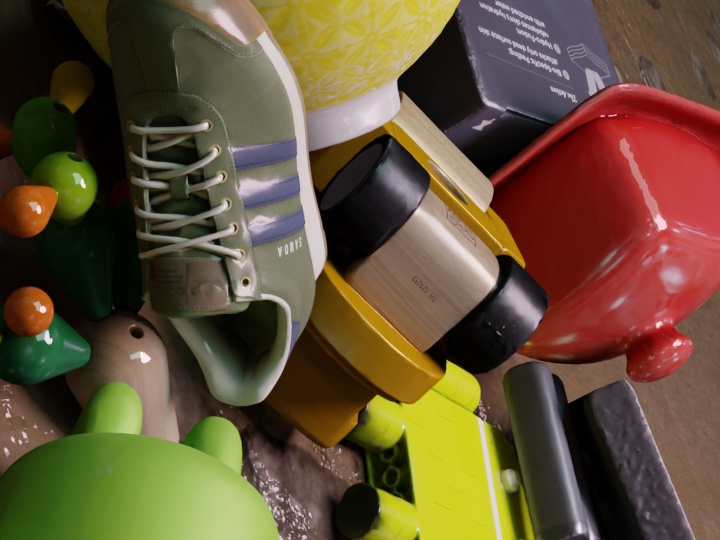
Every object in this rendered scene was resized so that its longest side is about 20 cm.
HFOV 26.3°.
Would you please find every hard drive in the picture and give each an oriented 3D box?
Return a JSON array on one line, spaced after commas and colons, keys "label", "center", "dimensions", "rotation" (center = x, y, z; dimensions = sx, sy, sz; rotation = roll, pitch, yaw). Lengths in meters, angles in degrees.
[{"label": "hard drive", "center": [0.175, 0.147, 1.008], "dimensions": [0.200, 0.033, 0.141], "rotation": [71, -2, -82]}]

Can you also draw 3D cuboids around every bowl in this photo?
[{"label": "bowl", "center": [-0.032, -0.116, 0.706], "dimensions": [0.200, 0.198, 0.109], "rotation": [-52, 131, -60]}]

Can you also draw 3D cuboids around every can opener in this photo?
[{"label": "can opener", "center": [0.134, 0.149, 0.923], "dimensions": [0.053, 0.066, 0.202], "rotation": [42, 29, -58]}]

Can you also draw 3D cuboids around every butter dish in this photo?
[{"label": "butter dish", "center": [0.157, -0.001, 0.955], "dimensions": [0.199, 0.199, 0.149], "rotation": [7, 53, -51]}]

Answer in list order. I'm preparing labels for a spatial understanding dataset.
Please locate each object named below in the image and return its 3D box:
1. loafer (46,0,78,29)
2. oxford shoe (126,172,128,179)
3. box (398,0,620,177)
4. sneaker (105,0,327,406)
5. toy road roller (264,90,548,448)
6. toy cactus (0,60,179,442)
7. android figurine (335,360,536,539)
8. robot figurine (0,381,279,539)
[{"label": "loafer", "center": [-0.148, -0.211, 0.789], "dimensions": [0.069, 0.075, 0.202], "rotation": [2, 66, -64]}, {"label": "oxford shoe", "center": [-0.061, -0.091, 0.791], "dimensions": [0.071, 0.072, 0.202], "rotation": [53, 48, -51]}, {"label": "box", "center": [0.066, -0.152, 1.002], "dimensions": [0.196, 0.117, 0.202], "rotation": [10, 58, -51]}, {"label": "sneaker", "center": [-0.059, -0.023, 0.620], "dimensions": [0.201, 0.066, 0.091], "rotation": [73, 26, -50]}, {"label": "toy road roller", "center": [0.000, 0.000, 0.818], "dimensions": [0.123, 0.146, 0.200], "rotation": [43, 14, -17]}, {"label": "toy cactus", "center": [-0.125, 0.009, 0.656], "dimensions": [0.200, 0.101, 0.167], "rotation": [-62, 141, -60]}, {"label": "android figurine", "center": [0.055, 0.136, 0.896], "dimensions": [0.199, 0.041, 0.184], "rotation": [32, 41, -44]}, {"label": "robot figurine", "center": [-0.091, 0.141, 0.550], "dimensions": [0.174, 0.116, 0.201], "rotation": [22, 44, -15]}]
